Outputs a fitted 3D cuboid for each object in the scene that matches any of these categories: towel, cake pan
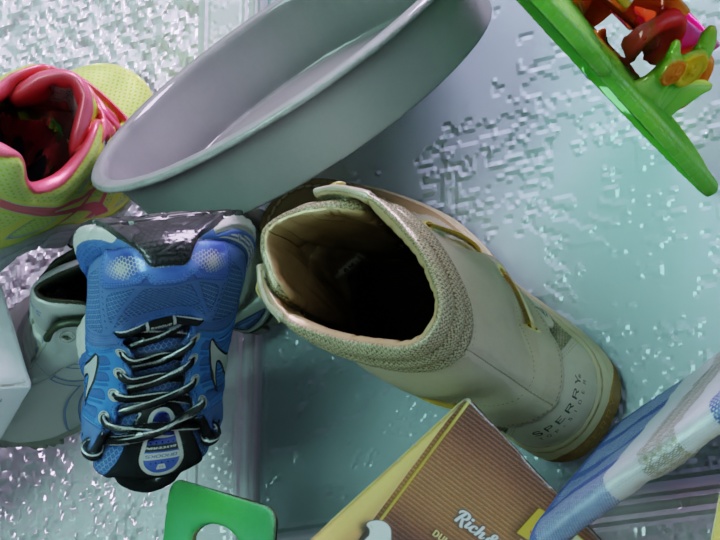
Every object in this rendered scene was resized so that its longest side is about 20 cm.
[{"bbox_3d":[0.159,0.035,1.117,0.200,0.147,0.024,-37,89,24],"label":"towel"},{"bbox_3d":[-0.025,-0.082,1.279,0.200,0.037,0.200,-31,16,10],"label":"cake pan"}]

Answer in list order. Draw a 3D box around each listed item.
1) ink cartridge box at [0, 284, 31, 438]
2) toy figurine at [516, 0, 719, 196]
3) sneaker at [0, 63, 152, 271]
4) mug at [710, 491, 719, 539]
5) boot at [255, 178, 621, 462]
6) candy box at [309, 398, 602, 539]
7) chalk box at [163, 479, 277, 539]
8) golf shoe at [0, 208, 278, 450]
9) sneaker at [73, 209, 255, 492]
[{"bbox_3d":[-0.242,0.052,1.408,0.200,0.084,0.145,-55,47,46],"label":"ink cartridge box"},{"bbox_3d":[0.145,-0.152,1.159,0.184,0.200,0.150,-44,66,5],"label":"toy figurine"},{"bbox_3d":[-0.138,-0.059,1.344,0.078,0.200,0.090,40,121,3],"label":"sneaker"},{"bbox_3d":[0.141,0.169,1.076,0.149,0.153,0.187,-34,58,27],"label":"mug"},{"bbox_3d":[0.000,0.000,1.229,0.200,0.155,0.073,38,96,37],"label":"boot"},{"bbox_3d":[0.007,0.160,1.144,0.200,0.056,0.117,-42,83,-17],"label":"candy box"},{"bbox_3d":[-0.076,0.194,1.261,0.124,0.124,0.201,12,84,40],"label":"chalk box"},{"bbox_3d":[-0.132,0.019,1.371,0.200,0.097,0.079,-31,62,30],"label":"golf shoe"},{"bbox_3d":[-0.081,0.038,1.240,0.078,0.200,0.090,-4,66,-7],"label":"sneaker"}]
